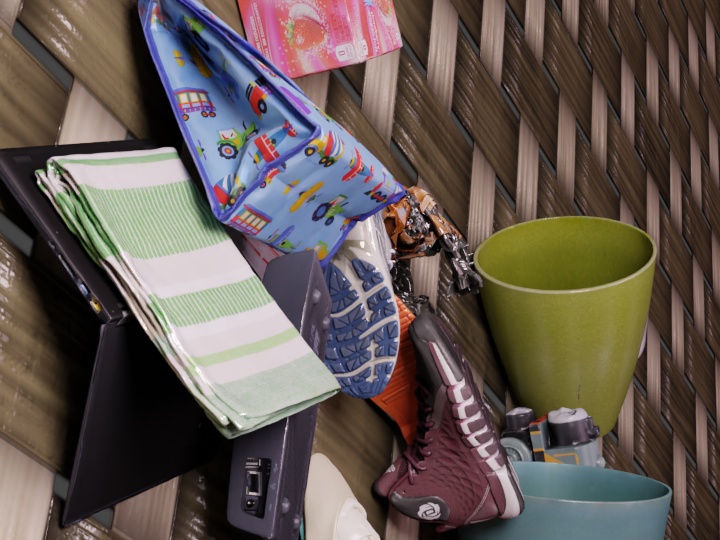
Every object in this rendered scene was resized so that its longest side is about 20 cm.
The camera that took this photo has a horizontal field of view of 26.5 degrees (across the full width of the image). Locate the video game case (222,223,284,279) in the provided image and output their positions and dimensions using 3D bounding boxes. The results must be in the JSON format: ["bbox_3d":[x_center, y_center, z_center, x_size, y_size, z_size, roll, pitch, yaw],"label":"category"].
[{"bbox_3d":[-0.063,-0.035,1.204,0.143,0.018,0.201,49,39,-47],"label":"video game case"}]

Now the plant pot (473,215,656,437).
[{"bbox_3d":[0.217,0.072,1.601,0.187,0.186,0.201,-51,140,-58],"label":"plant pot"}]

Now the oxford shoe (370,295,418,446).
[{"bbox_3d":[0.036,0.085,1.337,0.073,0.071,0.201,-105,171,-59],"label":"oxford shoe"}]

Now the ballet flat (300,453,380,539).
[{"bbox_3d":[-0.011,0.235,1.162,0.069,0.069,0.201,35,50,-56],"label":"ballet flat"}]

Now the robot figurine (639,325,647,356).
[{"bbox_3d":[0.281,0.039,1.789,0.201,0.112,0.170,-72,171,-45],"label":"robot figurine"}]

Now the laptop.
[{"bbox_3d":[-0.159,0.030,0.989,0.200,0.116,0.187,53,23,10],"label":"laptop"}]

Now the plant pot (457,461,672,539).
[{"bbox_3d":[0.182,0.273,1.415,0.200,0.199,0.162,0,94,-64],"label":"plant pot"}]

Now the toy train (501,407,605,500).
[{"bbox_3d":[0.202,0.235,1.553,0.085,0.113,0.201,-10,91,-65],"label":"toy train"}]

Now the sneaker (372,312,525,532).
[{"bbox_3d":[0.053,0.140,1.280,0.076,0.115,0.201,-92,158,-70],"label":"sneaker"}]

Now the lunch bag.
[{"bbox_3d":[-0.081,-0.115,1.081,0.200,0.094,0.150,54,11,25],"label":"lunch bag"}]

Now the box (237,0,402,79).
[{"bbox_3d":[-0.046,-0.261,1.232,0.103,0.094,0.201,-35,113,-63],"label":"box"}]

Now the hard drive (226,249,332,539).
[{"bbox_3d":[-0.055,0.097,1.083,0.135,0.042,0.201,75,22,-71],"label":"hard drive"}]

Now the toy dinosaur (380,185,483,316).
[{"bbox_3d":[0.049,-0.032,1.364,0.199,0.102,0.136,-13,76,-44],"label":"toy dinosaur"}]

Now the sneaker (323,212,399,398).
[{"bbox_3d":[0.000,0.000,1.220,0.085,0.077,0.201,-7,88,-69],"label":"sneaker"}]

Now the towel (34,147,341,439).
[{"bbox_3d":[-0.101,0.007,0.951,0.200,0.023,0.152,53,23,9],"label":"towel"}]
